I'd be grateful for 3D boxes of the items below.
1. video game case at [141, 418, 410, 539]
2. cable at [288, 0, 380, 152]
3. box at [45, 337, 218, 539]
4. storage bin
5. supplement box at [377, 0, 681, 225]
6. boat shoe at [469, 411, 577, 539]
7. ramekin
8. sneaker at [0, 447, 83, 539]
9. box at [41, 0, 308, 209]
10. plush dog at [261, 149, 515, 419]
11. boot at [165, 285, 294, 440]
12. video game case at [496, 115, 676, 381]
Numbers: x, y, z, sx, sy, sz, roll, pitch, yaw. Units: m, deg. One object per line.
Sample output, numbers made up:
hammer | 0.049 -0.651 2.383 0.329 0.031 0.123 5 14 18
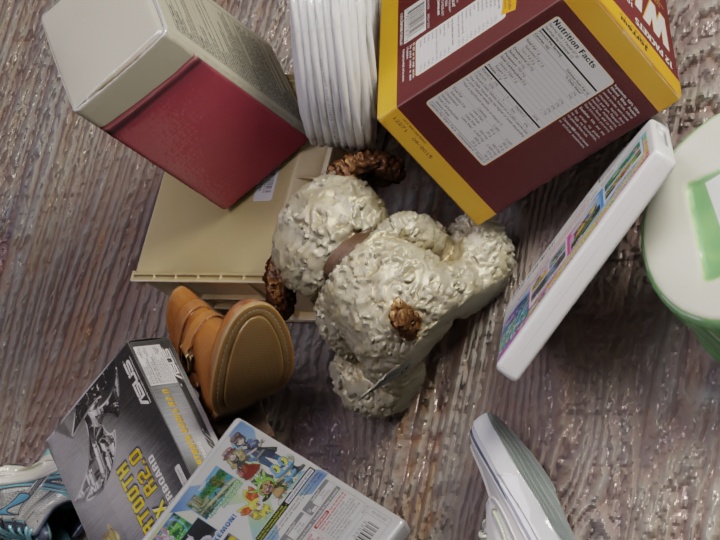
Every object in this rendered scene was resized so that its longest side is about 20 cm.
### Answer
video game case | -0.088 0.232 1.643 0.182 0.022 0.200 28 72 33
cable | -0.019 -0.196 1.756 0.069 0.200 0.202 -2 85 3
box | -0.178 0.183 1.824 0.158 0.048 0.201 -46 61 37
storage bin | -0.085 -0.065 1.912 0.197 0.094 0.201 1 68 40
supplement box | 0.132 -0.185 1.724 0.199 0.133 0.198 -31 32 24
boat shoe | 0.119 0.197 1.617 0.067 0.073 0.201 -40 49 14
ramekin | 0.301 -0.027 1.561 0.199 0.097 0.201 -19 57 32
sneaker | -0.299 0.220 1.959 0.199 0.077 0.087 -27 57 28
box | -0.155 -0.163 1.815 0.109 0.200 0.128 -39 48 17
plush dog | 0.000 0.000 1.734 0.172 0.160 0.200 42 99 20
boot | -0.116 0.061 1.826 0.076 0.201 0.156 -20 49 -14
video game case | 0.170 -0.021 1.628 0.201 0.024 0.182 -55 3 14
